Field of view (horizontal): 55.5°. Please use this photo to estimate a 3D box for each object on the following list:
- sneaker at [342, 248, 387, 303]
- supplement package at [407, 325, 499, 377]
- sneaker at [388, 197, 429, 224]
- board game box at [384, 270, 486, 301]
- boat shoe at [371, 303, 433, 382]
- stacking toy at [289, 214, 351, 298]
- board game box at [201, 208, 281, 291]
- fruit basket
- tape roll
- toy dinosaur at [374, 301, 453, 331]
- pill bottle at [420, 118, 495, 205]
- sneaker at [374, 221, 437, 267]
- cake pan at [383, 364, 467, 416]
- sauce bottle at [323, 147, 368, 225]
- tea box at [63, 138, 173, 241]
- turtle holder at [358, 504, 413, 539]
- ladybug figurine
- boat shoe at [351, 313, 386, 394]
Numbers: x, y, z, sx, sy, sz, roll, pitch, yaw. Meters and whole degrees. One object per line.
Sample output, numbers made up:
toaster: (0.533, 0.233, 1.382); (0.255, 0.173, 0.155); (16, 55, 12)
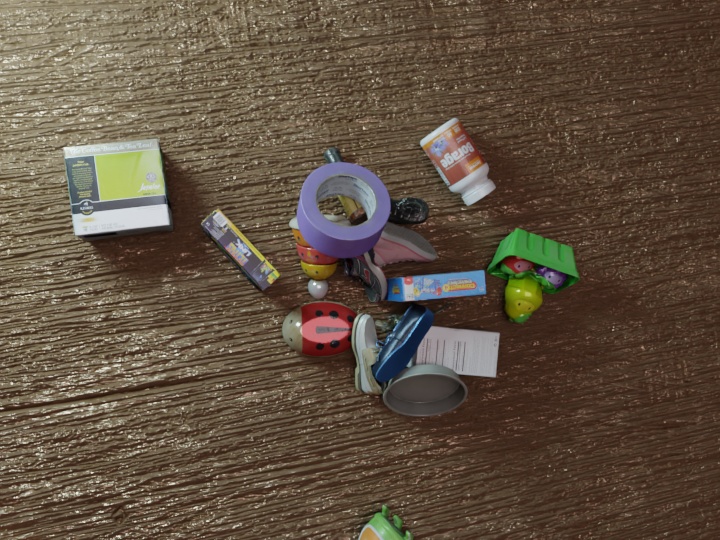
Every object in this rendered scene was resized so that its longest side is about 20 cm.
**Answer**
sneaker: (0.000, 0.000, 1.621); (0.075, 0.081, 0.200); (-41, 126, -24)
supplement package: (0.221, 0.194, 1.667); (0.200, 0.114, 0.110); (6, 86, -9)
sneaker: (0.070, -0.146, 1.674); (0.200, 0.091, 0.076); (15, 81, 12)
board game box: (0.169, 0.037, 1.620); (0.196, 0.200, 0.056); (-4, 89, -11)
boat shoe: (0.092, 0.168, 1.586); (0.200, 0.069, 0.084); (-49, 135, -9)
stacking toy: (-0.095, -0.029, 1.623); (0.146, 0.146, 0.200); (-2, 104, -11)
board game box: (-0.274, -0.042, 1.553); (0.057, 0.165, 0.200); (-44, 96, -11)
fruit basket: (0.423, 0.025, 1.708); (0.215, 0.156, 0.216); (6, 69, -15)
tape roll: (-0.038, -0.134, 1.515); (0.200, 0.085, 0.200); (5, 62, -10)
toy dinosaur: (0.120, 0.109, 1.663); (0.200, 0.088, 0.048); (-18, 107, -18)
pill bottle: (0.246, -0.266, 1.693); (0.112, 0.112, 0.200); (-35, 94, -11)
sneaker: (0.087, -0.049, 1.680); (0.200, 0.075, 0.105); (20, 123, -31)
cake pan: (0.153, 0.284, 1.625); (0.200, 0.200, 0.037); (7, 49, -11)
sauce bottle: (-0.030, -0.205, 1.636); (0.066, 0.066, 0.200); (-19, 70, -11)
tea box: (-0.533, -0.178, 1.525); (0.200, 0.134, 0.197); (-7, 90, -12)
turtle holder: (0.066, 0.657, 1.617); (0.132, 0.186, 0.141); (-45, 64, -10)
ladybug figurine: (-0.085, 0.139, 1.630); (0.200, 0.072, 0.136); (-4, 88, -11)
boat shoe: (0.027, 0.199, 1.625); (0.075, 0.068, 0.200); (-27, 117, -50)
